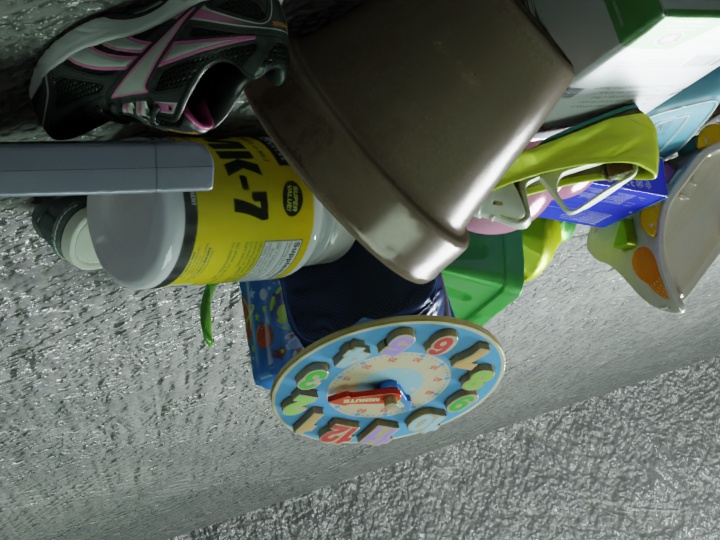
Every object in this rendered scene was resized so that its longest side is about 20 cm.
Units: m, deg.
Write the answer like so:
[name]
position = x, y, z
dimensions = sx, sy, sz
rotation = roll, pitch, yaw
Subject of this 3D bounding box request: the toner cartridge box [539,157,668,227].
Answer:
[toner cartridge box]
position = 0.184, -0.086, 1.519
dimensions = 0.199, 0.043, 0.095
rotation = 8, 159, -34

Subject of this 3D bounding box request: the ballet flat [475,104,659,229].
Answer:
[ballet flat]
position = 0.135, -0.069, 1.238
dimensions = 0.199, 0.067, 0.067
rotation = -16, 168, -1

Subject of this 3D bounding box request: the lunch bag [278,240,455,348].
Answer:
[lunch bag]
position = 0.000, 0.000, 1.416
dimensions = 0.135, 0.201, 0.133
rotation = -17, 147, 5

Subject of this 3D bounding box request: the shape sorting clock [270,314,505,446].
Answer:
[shape sorting clock]
position = 0.024, 0.096, 1.347
dimensions = 0.199, 0.039, 0.200
rotation = -7, 151, -4

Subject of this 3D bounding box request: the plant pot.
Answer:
[plant pot]
position = 0.044, -0.120, 1.094
dimensions = 0.174, 0.201, 0.200
rotation = -41, 160, 13

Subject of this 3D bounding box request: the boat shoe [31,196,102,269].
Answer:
[boat shoe]
position = -0.186, -0.042, 1.330
dimensions = 0.062, 0.073, 0.200
rotation = 23, -162, 31

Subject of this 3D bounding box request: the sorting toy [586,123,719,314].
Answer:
[sorting toy]
position = 0.310, -0.066, 1.666
dimensions = 0.200, 0.107, 0.180
rotation = -51, -163, -14

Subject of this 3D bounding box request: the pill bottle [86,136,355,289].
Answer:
[pill bottle]
position = -0.102, -0.048, 1.261
dimensions = 0.199, 0.115, 0.114
rotation = -5, 160, -43

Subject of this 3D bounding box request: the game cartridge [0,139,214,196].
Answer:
[game cartridge]
position = -0.203, -0.068, 1.070
dimensions = 0.199, 0.041, 0.133
rotation = -3, -171, -18

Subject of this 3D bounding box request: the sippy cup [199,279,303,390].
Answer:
[sippy cup]
position = -0.056, 0.048, 1.569
dimensions = 0.177, 0.131, 0.139
rotation = -14, 161, 38

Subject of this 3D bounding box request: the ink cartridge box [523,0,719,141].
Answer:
[ink cartridge box]
position = 0.196, -0.177, 1.210
dimensions = 0.145, 0.085, 0.200
rotation = -6, 163, -38

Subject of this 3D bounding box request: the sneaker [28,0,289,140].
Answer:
[sneaker]
position = -0.127, -0.120, 1.018
dimensions = 0.199, 0.087, 0.080
rotation = -25, 163, 33

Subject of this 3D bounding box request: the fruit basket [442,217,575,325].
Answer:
[fruit basket]
position = 0.129, -0.015, 1.637
dimensions = 0.214, 0.157, 0.216
rotation = -1, 158, 0

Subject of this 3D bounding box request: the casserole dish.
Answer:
[casserole dish]
position = 0.277, -0.141, 1.534
dimensions = 0.120, 0.039, 0.200
rotation = -15, 164, -13

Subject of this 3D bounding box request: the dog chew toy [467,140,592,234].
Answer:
[dog chew toy]
position = 0.149, -0.108, 1.354
dimensions = 0.199, 0.125, 0.125
rotation = -21, 168, -24
